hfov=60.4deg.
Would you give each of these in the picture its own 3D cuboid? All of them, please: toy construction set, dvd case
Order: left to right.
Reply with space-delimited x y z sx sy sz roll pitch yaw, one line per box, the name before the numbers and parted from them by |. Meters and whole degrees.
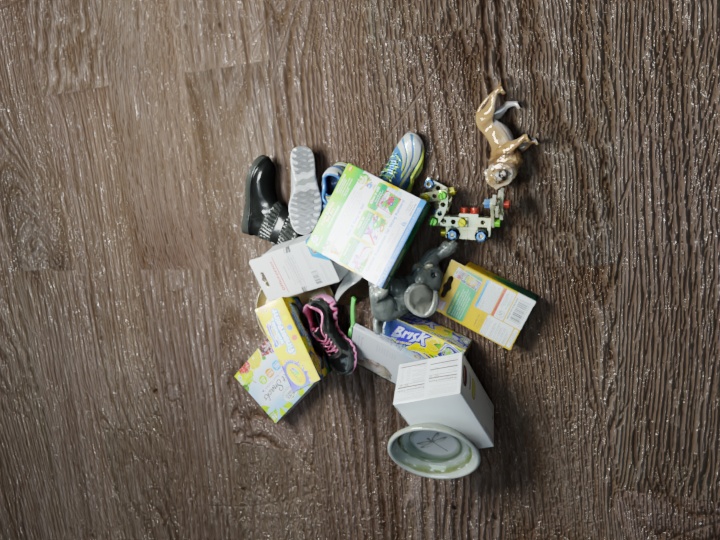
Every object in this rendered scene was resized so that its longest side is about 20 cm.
dvd case | 0.064 0.213 1.458 0.199 0.018 0.143 25 141 15
toy construction set | 0.224 -0.128 1.315 0.199 0.092 0.132 8 105 32

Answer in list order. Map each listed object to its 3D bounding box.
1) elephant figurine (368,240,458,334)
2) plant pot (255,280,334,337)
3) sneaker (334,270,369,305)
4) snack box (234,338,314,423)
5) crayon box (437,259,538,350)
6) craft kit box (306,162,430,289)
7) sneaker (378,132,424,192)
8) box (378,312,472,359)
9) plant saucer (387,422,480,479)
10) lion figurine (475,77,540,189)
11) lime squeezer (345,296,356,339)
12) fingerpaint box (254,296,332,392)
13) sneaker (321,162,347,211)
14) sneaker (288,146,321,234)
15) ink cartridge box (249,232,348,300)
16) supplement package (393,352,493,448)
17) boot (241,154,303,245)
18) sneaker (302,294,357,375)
elephant figurine | 0.119 0.036 1.346 0.199 0.155 0.142 -6 58 2
plant pot | -0.157 0.094 1.519 0.199 0.027 0.201 0 88 8
sneaker | 0.000 0.000 1.459 0.200 0.073 0.085 -49 46 33
snack box | -0.202 0.262 1.591 0.169 0.068 0.200 47 115 9
crayon box | 0.269 0.069 1.357 0.200 0.052 0.126 28 111 14
craft kit box | 0.014 -0.093 1.291 0.197 0.048 0.201 30 94 18
sneaker | 0.077 -0.200 1.345 0.076 0.105 0.201 24 111 17
box | 0.148 0.154 1.417 0.199 0.070 0.065 24 114 17
plant saucer | 0.160 0.379 1.337 0.199 0.050 0.201 8 134 8
lion figurine | 0.283 -0.277 1.269 0.122 0.072 0.201 -29 76 38
lime squeezer | -0.046 0.151 1.509 0.071 0.038 0.200 35 126 -7
fingerpaint box | -0.147 0.162 1.417 0.073 0.167 0.201 -26 85 6
sneaker | -0.052 -0.145 1.426 0.074 0.082 0.201 -5 101 22
sneaker | -0.126 -0.183 1.441 0.074 0.082 0.201 1 88 -2
ink cartridge box | -0.143 -0.012 1.432 0.199 0.067 0.116 -16 109 25
supplement package | 0.189 0.297 1.366 0.155 0.111 0.200 -16 127 26
boot | -0.194 -0.158 1.485 0.157 0.079 0.212 20 114 20
sneaker | -0.078 0.155 1.438 0.079 0.095 0.201 -29 82 25
